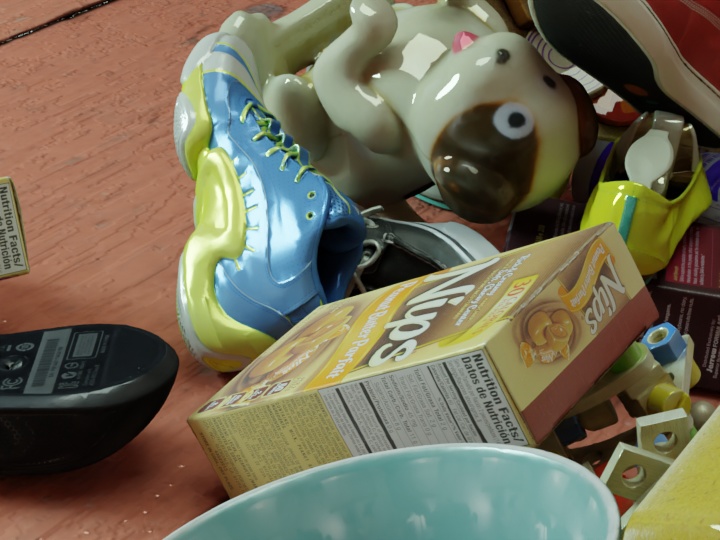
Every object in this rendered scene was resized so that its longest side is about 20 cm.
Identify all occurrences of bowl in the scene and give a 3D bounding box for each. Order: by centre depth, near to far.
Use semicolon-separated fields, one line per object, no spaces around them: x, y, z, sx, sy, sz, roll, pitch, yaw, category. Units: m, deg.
0.009;0.155;0.768;0.199;0.106;0.201;-13;17;4;bowl

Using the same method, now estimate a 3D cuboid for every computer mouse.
-0.184;0.066;1.011;0.198;0.053;0.139;-2;23;7;computer mouse

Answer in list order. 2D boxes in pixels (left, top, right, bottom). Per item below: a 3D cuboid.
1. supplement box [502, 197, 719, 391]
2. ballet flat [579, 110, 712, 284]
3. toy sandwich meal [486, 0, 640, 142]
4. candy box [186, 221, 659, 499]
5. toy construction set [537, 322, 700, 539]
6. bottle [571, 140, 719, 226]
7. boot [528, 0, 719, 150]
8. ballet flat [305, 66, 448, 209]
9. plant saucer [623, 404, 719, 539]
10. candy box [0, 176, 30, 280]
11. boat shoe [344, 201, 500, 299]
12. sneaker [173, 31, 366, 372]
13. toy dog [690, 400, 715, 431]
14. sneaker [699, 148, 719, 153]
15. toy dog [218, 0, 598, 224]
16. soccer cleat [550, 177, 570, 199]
0.178;0.016;1.175;0.198;0.061;0.109;10;24;7;supplement box
0.165;-0.053;1.167;0.066;0.068;0.200;12;23;12;ballet flat
0.151;-0.178;1.260;0.204;0.070;0.207;7;68;-18;toy sandwich meal
0.026;0.046;0.957;0.199;0.056;0.115;-18;16;44;candy box
0.114;0.092;0.930;0.131;0.092;0.200;-32;13;4;toy construction set
0.228;-0.034;1.283;0.199;0.066;0.083;21;31;28;bottle
0.174;-0.173;1.166;0.072;0.145;0.200;15;-11;40;boot
0.020;-0.106;1.383;0.067;0.064;0.200;-9;30;-31;ballet flat
0.136;0.129;0.776;0.048;0.201;0.200;17;28;22;plant saucer
-0.287;-0.002;1.067;0.199;0.057;0.116;-13;5;-37;candy box
0.000;-0.003;1.156;0.068;0.074;0.199;-13;32;-43;boat shoe
-0.043;-0.043;1.125;0.104;0.201;0.076;-10;-23;19;sneaker
0.229;0.103;0.968;0.199;0.097;0.132;13;26;14;toy dog
0.164;-0.123;1.359;0.199;0.072;0.112;35;-13;-15;sneaker
0.036;-0.088;1.187;0.139;0.195;0.199;-25;25;-35;toy dog
0.108;-0.096;1.380;0.065;0.084;0.201;-35;35;10;soccer cleat
